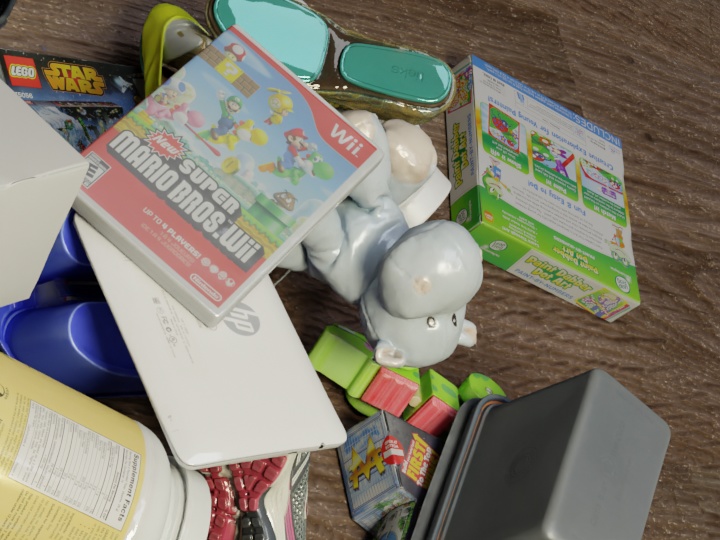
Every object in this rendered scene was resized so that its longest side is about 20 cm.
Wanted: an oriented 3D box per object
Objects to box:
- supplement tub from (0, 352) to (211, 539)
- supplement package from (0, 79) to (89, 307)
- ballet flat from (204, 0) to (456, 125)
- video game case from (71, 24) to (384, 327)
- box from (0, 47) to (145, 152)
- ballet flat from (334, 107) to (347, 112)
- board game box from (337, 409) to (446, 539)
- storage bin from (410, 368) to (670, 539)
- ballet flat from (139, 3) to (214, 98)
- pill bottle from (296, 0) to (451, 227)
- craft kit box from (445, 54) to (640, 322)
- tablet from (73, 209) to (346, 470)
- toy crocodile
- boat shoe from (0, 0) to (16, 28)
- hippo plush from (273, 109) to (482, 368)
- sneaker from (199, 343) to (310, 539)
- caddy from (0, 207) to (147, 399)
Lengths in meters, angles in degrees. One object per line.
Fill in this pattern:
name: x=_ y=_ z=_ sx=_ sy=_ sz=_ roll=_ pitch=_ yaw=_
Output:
supplement tub: x=-0.206 y=0.136 z=1.243 sx=0.200 sy=0.145 sz=0.145 roll=31 pitch=44 yaw=-28
supplement package: x=-0.293 y=-0.073 z=1.283 sx=0.200 sy=0.120 sz=0.121 roll=43 pitch=34 yaw=20
ballet flat: x=-0.027 y=-0.156 z=1.553 sx=0.200 sy=0.071 sz=0.071 roll=17 pitch=47 yaw=-9
video game case: x=-0.092 y=-0.068 z=1.375 sx=0.143 sy=0.017 sz=0.200 roll=41 pitch=52 yaw=4
box: x=-0.183 y=-0.088 z=1.521 sx=0.200 sy=0.040 sz=0.137 roll=4 pitch=61 yaw=-45
ballet flat: x=-0.043 y=-0.098 z=1.512 sx=0.200 sy=0.057 sz=0.066 roll=5 pitch=74 yaw=-52
board game box: x=0.059 y=0.209 z=1.532 sx=0.200 sy=0.062 sz=0.200 roll=39 pitch=40 yaw=-16
storage bin: x=0.143 y=0.175 z=1.470 sx=0.146 sy=0.134 sz=0.200 roll=39 pitch=48 yaw=-18
ballet flat: x=-0.129 y=-0.136 z=1.527 sx=0.067 sy=0.067 sz=0.200 roll=28 pitch=45 yaw=-28
pill bottle: x=-0.024 y=-0.112 z=1.646 sx=0.200 sy=0.112 sz=0.112 roll=46 pitch=39 yaw=-10
craft kit box: x=0.166 y=-0.075 z=1.873 sx=0.200 sy=0.049 sz=0.198 roll=26 pitch=43 yaw=-31
tablet: x=-0.097 y=0.036 z=1.328 sx=0.130 sy=0.014 sz=0.200 roll=-5 pitch=57 yaw=-38
toy crocodile: x=0.050 y=0.101 z=1.581 sx=0.200 sy=0.068 sz=0.062 roll=30 pitch=25 yaw=-18
boat shoe: x=-0.276 y=-0.228 z=1.513 sx=0.075 sy=0.062 sz=0.200 roll=33 pitch=41 yaw=-22
hippo plush: x=0.000 y=0.000 z=1.488 sx=0.159 sy=0.200 sz=0.161 roll=-8 pitch=49 yaw=-37
sneaker: x=-0.070 y=0.140 z=1.393 sx=0.075 sy=0.081 sz=0.200 roll=-2 pitch=103 yaw=-63
caddy: x=-0.159 y=0.016 z=1.417 sx=0.200 sy=0.105 sz=0.141 roll=1 pitch=80 yaw=-37
